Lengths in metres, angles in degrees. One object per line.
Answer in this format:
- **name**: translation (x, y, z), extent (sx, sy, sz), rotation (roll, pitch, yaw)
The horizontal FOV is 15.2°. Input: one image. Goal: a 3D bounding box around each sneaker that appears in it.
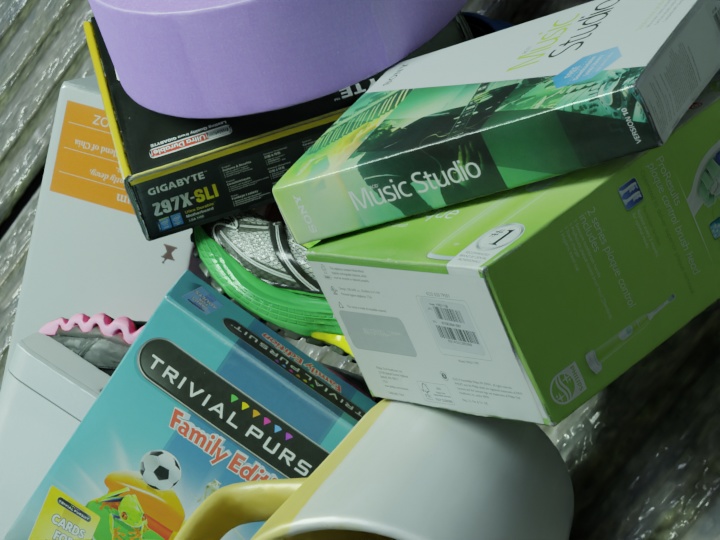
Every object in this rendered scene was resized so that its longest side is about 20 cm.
- **sneaker**: translation (-0.094, 0.080, 1.486), extent (0.200, 0.079, 0.096), rotation (14, 92, 19)
- **sneaker**: translation (0.000, 0.000, 1.415), extent (0.200, 0.078, 0.085), rotation (23, 101, 25)

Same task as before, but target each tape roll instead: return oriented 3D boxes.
- **tape roll**: translation (-0.042, -0.159, 1.415), extent (0.200, 0.066, 0.200), rotation (-15, 30, 9)

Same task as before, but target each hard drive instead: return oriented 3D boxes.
- **hard drive**: translation (-0.162, 0.150, 1.499), extent (0.027, 0.132, 0.200), rotation (-33, -30, -56)

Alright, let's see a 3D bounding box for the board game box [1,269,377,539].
- **board game box**: translation (-0.086, 0.125, 1.407), extent (0.200, 0.151, 0.047), rotation (-55, 0, 21)

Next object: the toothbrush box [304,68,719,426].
- **toothbrush box**: translation (0.099, -0.021, 1.255), extent (0.200, 0.086, 0.146), rotation (-34, 21, -27)

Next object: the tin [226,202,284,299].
- **tin**: translation (-0.104, -0.012, 1.664), extent (0.200, 0.042, 0.112), rotation (-36, 36, 33)

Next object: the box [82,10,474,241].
- **box**: translation (-0.040, -0.107, 1.466), extent (0.200, 0.049, 0.160), rotation (-17, 38, -2)

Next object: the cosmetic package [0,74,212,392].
- **cosmetic package**: translation (-0.137, -0.005, 1.573), extent (0.071, 0.101, 0.200), rotation (-30, -47, -72)

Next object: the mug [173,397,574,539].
- **mug**: translation (0.014, 0.123, 1.261), extent (0.153, 0.186, 0.150), rotation (-58, -7, -51)

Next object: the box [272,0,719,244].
- **box**: translation (0.072, -0.078, 1.252), extent (0.200, 0.036, 0.144), rotation (-16, 19, 34)

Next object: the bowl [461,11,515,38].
- **bowl**: translation (0.032, -0.053, 1.504), extent (0.201, 0.039, 0.201), rotation (-35, 40, 36)
